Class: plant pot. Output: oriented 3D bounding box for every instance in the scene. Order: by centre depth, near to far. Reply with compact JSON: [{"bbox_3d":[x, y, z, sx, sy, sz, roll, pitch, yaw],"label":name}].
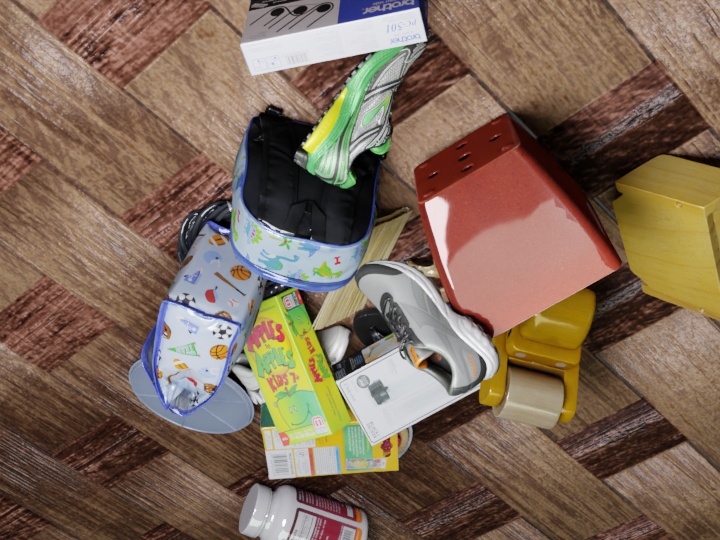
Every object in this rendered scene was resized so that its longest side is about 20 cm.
[{"bbox_3d":[0.165,-0.065,1.336,0.199,0.200,0.177,-29,110,12],"label":"plant pot"}]

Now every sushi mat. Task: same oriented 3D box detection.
[{"bbox_3d":[0.000,0.000,1.501,0.012,0.095,0.201,46,135,21],"label":"sushi mat"}]

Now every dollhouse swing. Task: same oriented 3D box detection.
[{"bbox_3d":[0.451,-0.075,1.423,0.181,0.176,0.201,24,151,43],"label":"dollhouse swing"}]

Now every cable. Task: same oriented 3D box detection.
[{"bbox_3d":[-0.144,-0.034,1.501,0.198,0.051,0.164,-20,124,27],"label":"cable"}]

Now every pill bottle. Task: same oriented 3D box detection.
[{"bbox_3d":[-0.096,0.425,1.882,0.198,0.114,0.113,22,131,-15],"label":"pill bottle"}]

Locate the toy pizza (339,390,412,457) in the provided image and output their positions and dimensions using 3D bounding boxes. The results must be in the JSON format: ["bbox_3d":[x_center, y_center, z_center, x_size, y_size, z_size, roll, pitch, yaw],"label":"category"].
[{"bbox_3d":[-0.018,0.258,1.764,0.198,0.032,0.201,2,134,2],"label":"toy pizza"}]

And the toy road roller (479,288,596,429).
[{"bbox_3d":[0.240,0.094,1.488,0.122,0.202,0.146,13,155,-8],"label":"toy road roller"}]

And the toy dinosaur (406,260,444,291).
[{"bbox_3d":[0.145,-0.014,1.486,0.199,0.059,0.101,-29,124,28],"label":"toy dinosaur"}]

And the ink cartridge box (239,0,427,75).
[{"bbox_3d":[-0.027,-0.273,1.228,0.198,0.095,0.044,-8,133,13],"label":"ink cartridge box"}]

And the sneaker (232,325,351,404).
[{"bbox_3d":[-0.102,0.126,1.631,0.199,0.075,0.081,-28,117,26],"label":"sneaker"}]

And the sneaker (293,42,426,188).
[{"bbox_3d":[0.013,-0.184,1.281,0.085,0.078,0.201,35,100,-5],"label":"sneaker"}]

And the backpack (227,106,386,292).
[{"bbox_3d":[-0.070,-0.068,1.352,0.181,0.201,0.148,13,133,-10],"label":"backpack"}]

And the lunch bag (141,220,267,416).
[{"bbox_3d":[-0.199,0.068,1.453,0.123,0.171,0.201,20,133,2],"label":"lunch bag"}]

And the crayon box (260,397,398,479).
[{"bbox_3d":[-0.044,0.248,1.681,0.198,0.052,0.127,-3,134,0],"label":"crayon box"}]

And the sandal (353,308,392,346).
[{"bbox_3d":[0.052,0.128,1.636,0.074,0.045,0.201,-17,130,19],"label":"sandal"}]

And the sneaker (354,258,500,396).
[{"bbox_3d":[0.064,0.062,1.281,0.200,0.079,0.074,41,145,21],"label":"sneaker"}]

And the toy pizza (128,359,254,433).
[{"bbox_3d":[-0.252,0.181,1.703,0.198,0.032,0.201,11,143,9],"label":"toy pizza"}]

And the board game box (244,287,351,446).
[{"bbox_3d":[-0.097,0.134,1.560,0.101,0.047,0.202,-20,93,42],"label":"board game box"}]

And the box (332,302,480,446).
[{"bbox_3d":[0.074,0.142,1.573,0.199,0.060,0.117,-29,109,3],"label":"box"}]
